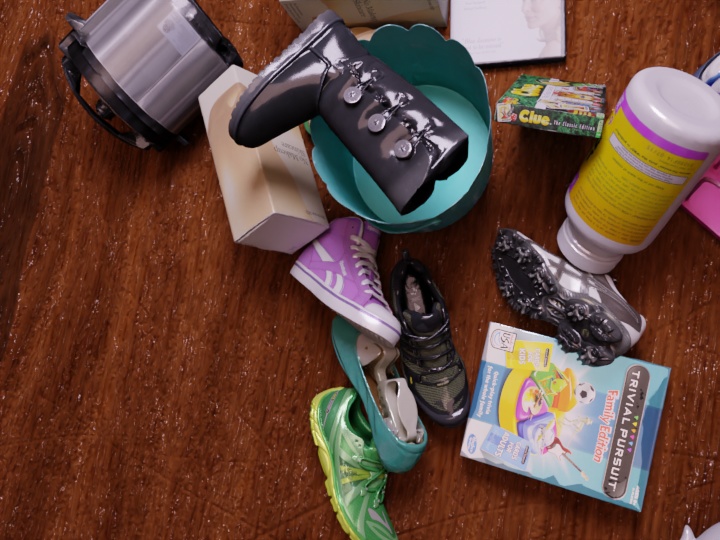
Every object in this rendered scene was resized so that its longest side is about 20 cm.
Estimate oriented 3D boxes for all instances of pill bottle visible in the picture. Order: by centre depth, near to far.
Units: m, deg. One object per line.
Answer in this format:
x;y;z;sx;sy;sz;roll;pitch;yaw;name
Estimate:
0.272;-0.090;0.696;0.101;0.202;0.106;9;47;-10;pill bottle

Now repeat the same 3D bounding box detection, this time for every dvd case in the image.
0.180;-0.351;0.854;0.139;0.018;0.206;0;83;16;dvd case

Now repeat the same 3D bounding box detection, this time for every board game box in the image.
0.208;-0.179;0.741;0.102;0.200;0.024;10;115;16;board game box
0.223;0.156;0.770;0.195;0.047;0.155;13;88;17;board game box

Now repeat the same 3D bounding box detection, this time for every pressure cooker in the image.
-0.271;-0.264;0.883;0.199;0.178;0.177;-42;72;4;pressure cooker

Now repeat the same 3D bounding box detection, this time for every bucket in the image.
0.052;-0.140;0.754;0.201;0.135;0.213;-2;83;15;bucket

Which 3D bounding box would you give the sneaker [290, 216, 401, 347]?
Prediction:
0.000;0.000;0.805;0.115;0.073;0.200;-51;45;-2;sneaker

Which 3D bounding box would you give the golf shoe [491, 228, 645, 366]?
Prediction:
0.228;0.022;0.779;0.201;0.093;0.079;51;140;34;golf shoe

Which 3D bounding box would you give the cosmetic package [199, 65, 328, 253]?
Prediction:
-0.117;-0.131;0.838;0.070;0.104;0.204;-30;68;30;cosmetic package

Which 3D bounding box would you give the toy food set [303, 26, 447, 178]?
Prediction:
0.022;-0.201;0.865;0.195;0.049;0.203;14;88;16;toy food set

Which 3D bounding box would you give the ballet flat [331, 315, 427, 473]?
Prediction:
0.028;0.127;0.800;0.070;0.066;0.204;-45;58;40;ballet flat

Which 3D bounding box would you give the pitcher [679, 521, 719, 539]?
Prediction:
0.338;0.322;0.694;0.201;0.120;0.172;-51;59;16;pitcher

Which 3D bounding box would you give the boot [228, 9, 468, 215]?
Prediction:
-0.014;-0.127;0.673;0.165;0.066;0.200;-46;78;8;boot

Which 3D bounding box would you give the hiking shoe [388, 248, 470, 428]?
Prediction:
0.071;0.080;0.787;0.074;0.101;0.205;-20;77;5;hiking shoe

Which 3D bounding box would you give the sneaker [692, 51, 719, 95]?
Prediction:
0.337;-0.157;0.722;0.198;0.146;0.082;-35;76;8;sneaker

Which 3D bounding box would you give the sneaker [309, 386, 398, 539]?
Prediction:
0.003;0.232;0.808;0.082;0.074;0.204;-25;78;15;sneaker

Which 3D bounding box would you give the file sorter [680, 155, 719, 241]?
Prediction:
0.451;-0.111;0.697;0.139;0.125;0.200;44;96;15;file sorter

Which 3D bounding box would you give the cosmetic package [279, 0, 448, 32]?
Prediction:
0.008;-0.350;0.858;0.195;0.105;0.073;3;86;17;cosmetic package
